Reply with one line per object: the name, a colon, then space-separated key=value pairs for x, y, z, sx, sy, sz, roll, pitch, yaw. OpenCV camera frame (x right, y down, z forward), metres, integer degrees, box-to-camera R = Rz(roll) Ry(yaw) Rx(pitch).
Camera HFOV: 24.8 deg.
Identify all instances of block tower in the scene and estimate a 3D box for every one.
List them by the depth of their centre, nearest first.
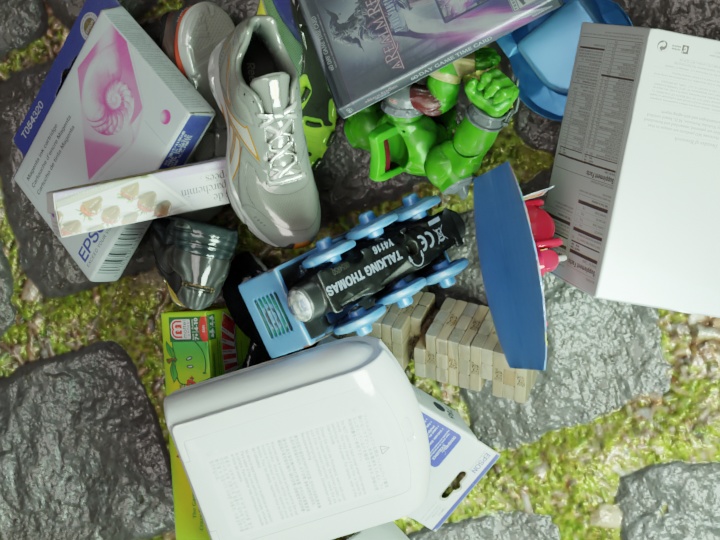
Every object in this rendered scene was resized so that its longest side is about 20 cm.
block tower: x=0.056 y=0.056 z=1.410 sx=0.199 sy=0.054 sz=0.058 roll=15 pitch=134 yaw=18

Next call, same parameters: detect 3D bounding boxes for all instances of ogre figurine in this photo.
ogre figurine: x=0.044 y=-0.139 z=1.378 sx=0.199 sy=0.098 sz=0.120 roll=19 pitch=118 yaw=20

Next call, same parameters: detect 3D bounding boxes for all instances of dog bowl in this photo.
dog bowl: x=0.154 y=-0.215 z=1.370 sx=0.111 sy=0.050 sz=0.200 roll=-38 pitch=80 yaw=18

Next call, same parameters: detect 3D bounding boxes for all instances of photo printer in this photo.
photo printer: x=-0.045 y=0.147 z=1.354 sx=0.199 sy=0.070 sz=0.167 roll=-18 pitch=117 yaw=0

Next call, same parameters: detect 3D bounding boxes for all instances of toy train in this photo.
toy train: x=0.000 y=0.000 z=1.353 sx=0.114 sy=0.200 sz=0.087 roll=-19 pitch=97 yaw=49

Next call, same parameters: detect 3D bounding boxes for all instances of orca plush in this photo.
orca plush: x=-0.076 y=0.086 z=1.442 sx=0.071 sy=0.105 sz=0.201 roll=-33 pitch=113 yaw=-21

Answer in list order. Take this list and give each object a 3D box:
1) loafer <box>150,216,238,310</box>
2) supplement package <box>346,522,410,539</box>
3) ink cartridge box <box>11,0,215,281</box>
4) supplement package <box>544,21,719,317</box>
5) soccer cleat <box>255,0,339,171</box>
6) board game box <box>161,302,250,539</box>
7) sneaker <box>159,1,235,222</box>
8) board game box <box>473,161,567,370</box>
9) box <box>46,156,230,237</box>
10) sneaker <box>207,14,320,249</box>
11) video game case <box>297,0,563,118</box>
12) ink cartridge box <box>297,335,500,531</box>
loafer: x=-0.151 y=-0.005 z=1.418 sx=0.072 sy=0.200 sz=0.073 roll=13 pitch=88 yaw=-7
supplement package: x=-0.020 y=0.332 z=1.430 sx=0.120 sy=0.121 sz=0.200 roll=45 pitch=107 yaw=11
ink cartridge box: x=-0.240 y=-0.128 z=1.476 sx=0.200 sy=0.043 sz=0.197 roll=48 pitch=120 yaw=26
supplement package: x=0.243 y=-0.078 z=1.266 sx=0.151 sy=0.151 sz=0.201 roll=9 pitch=98 yaw=-14
soccer cleat: x=-0.062 y=-0.178 z=1.454 sx=0.084 sy=0.065 sz=0.201 roll=14 pitch=104 yaw=48
board game box: x=-0.128 y=0.132 z=1.465 sx=0.047 sy=0.102 sz=0.201 roll=-3 pitch=93 yaw=24
sneaker: x=-0.155 y=-0.143 z=1.487 sx=0.082 sy=0.077 sz=0.201 roll=12 pitch=100 yaw=47
board game box: x=0.133 y=-0.004 z=1.281 sx=0.039 sy=0.200 sz=0.159 roll=-10 pitch=89 yaw=-7
box: x=-0.165 y=-0.066 z=1.390 sx=0.199 sy=0.041 sz=0.039 roll=-12 pitch=99 yaw=-18
sneaker: x=-0.077 y=-0.117 z=1.353 sx=0.075 sy=0.092 sz=0.201 roll=-14 pitch=77 yaw=-20
video game case: x=0.051 y=-0.226 z=1.336 sx=0.199 sy=0.019 sz=0.143 roll=-26 pitch=59 yaw=12
ink cartridge box: x=0.014 y=0.140 z=1.419 sx=0.200 sy=0.039 sz=0.100 roll=34 pitch=106 yaw=-20
